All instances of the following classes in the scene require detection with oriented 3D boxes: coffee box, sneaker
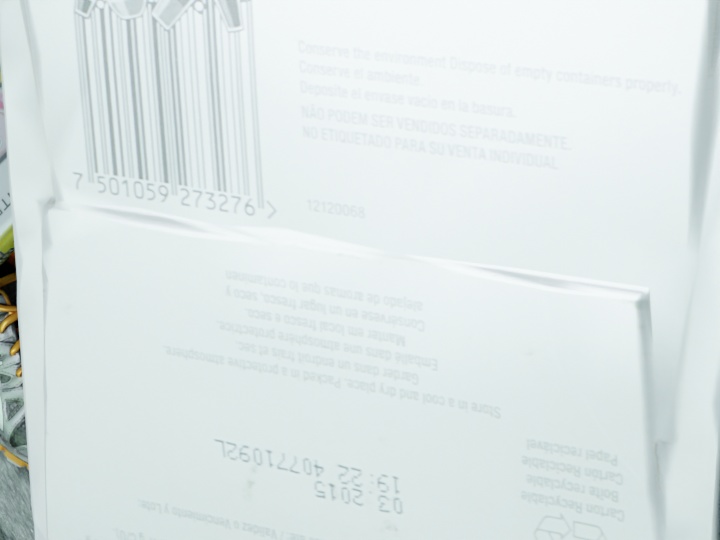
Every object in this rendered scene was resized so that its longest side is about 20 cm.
[{"bbox_3d":[0.040,-0.022,0.637,0.198,0.198,0.201,10,114,26],"label":"coffee box"},{"bbox_3d":[-0.203,0.040,1.397,0.200,0.078,0.077,51,144,14],"label":"sneaker"}]

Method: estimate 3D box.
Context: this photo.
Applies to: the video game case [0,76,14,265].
[{"bbox_3d":[-0.247,-0.084,1.267,0.181,0.025,0.200,-44,74,20],"label":"video game case"}]
